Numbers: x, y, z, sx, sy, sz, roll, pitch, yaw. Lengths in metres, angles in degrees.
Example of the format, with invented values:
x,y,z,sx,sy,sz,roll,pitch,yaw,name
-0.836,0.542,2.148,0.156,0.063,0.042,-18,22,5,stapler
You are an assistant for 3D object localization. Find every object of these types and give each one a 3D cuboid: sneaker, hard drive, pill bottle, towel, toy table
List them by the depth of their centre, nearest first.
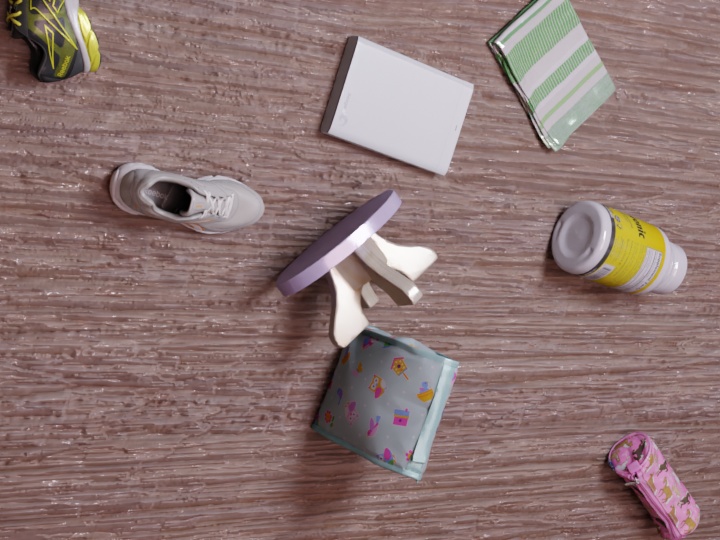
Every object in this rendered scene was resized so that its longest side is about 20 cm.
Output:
x,y,z,sx,sy,sz,roll,pitch,yaw,name
-0.356,-0.298,1.462,0.085,0.074,0.200,-32,116,-22,sneaker
-0.198,-0.079,1.603,0.200,0.092,0.076,6,98,-33,sneaker
0.000,0.000,1.711,0.200,0.184,0.117,-40,102,-9,toy table
0.052,-0.217,1.769,0.200,0.026,0.132,16,92,-34,hard drive
0.278,-0.291,1.897,0.153,0.023,0.200,-45,120,-17,towel
0.391,-0.026,1.977,0.200,0.111,0.112,18,91,-35,pill bottle

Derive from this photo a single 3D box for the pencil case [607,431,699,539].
x,y,z,sx,sy,sz,roll,pitch,yaw,name
0.475,0.349,2.134,0.087,0.083,0.200,-48,122,-15,pencil case

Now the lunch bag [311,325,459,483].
x,y,z,sx,sy,sz,roll,pitch,yaw,name
0.048,0.174,1.752,0.122,0.200,0.171,21,89,-34,lunch bag
